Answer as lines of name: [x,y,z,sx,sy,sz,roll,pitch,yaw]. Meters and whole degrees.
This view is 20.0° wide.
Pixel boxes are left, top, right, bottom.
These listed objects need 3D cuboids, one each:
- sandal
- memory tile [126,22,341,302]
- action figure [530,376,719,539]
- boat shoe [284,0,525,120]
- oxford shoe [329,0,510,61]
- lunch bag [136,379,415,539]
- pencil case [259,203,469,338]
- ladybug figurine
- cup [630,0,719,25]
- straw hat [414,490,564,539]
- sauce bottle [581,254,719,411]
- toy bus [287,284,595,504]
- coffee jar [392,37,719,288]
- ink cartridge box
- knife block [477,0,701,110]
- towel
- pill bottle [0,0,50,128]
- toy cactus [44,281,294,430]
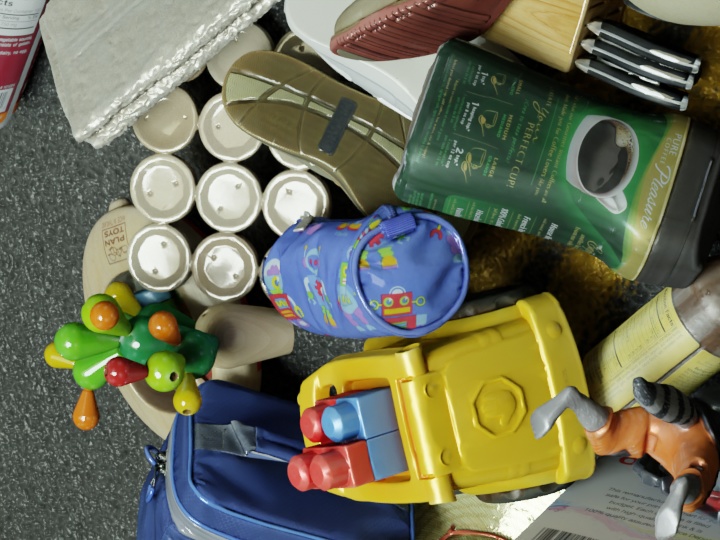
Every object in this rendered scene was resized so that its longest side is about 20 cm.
sandal: [-0.003,-0.084,1.392,0.199,0.054,0.081,31,87,5]
memory tile: [-0.090,-0.077,1.438,0.152,0.017,0.201,6,98,13]
action figure: [0.228,0.112,1.234,0.200,0.193,0.105,23,109,42]
boat shoe: [0.039,-0.129,1.346,0.199,0.069,0.072,25,86,11]
oxford shoe: [0.055,-0.188,1.249,0.200,0.070,0.075,-25,66,39]
lunch bag: [-0.064,0.165,1.445,0.199,0.136,0.133,19,126,-19]
pencil case: [0.000,0.000,1.331,0.200,0.078,0.087,-2,110,69]
ladybug figurine: [-0.134,0.036,1.521,0.135,0.072,0.201,-16,98,36]
cup: [0.204,-0.218,1.145,0.201,0.200,0.143,51,151,7]
straw hat: [0.077,0.231,1.443,0.200,0.085,0.202,12,114,29]
sauce bottle: [0.215,0.035,1.291,0.065,0.065,0.200,53,126,6]
toy bus: [0.027,0.099,1.338,0.200,0.191,0.136,-10,95,61]
coffee jar: [0.127,-0.063,1.256,0.199,0.085,0.105,19,76,3]
ink cartridge box: [0.181,0.200,1.292,0.144,0.200,0.084,11,116,30]
knife block: [0.123,-0.161,1.281,0.200,0.064,0.176,-24,92,37]
towel: [-0.137,-0.184,1.408,0.200,0.034,0.133,-35,55,23]
pill bottle: [-0.280,-0.208,1.504,0.113,0.113,0.200,38,123,16]
toy cactus: [-0.127,0.056,1.401,0.200,0.164,0.103,176,90,-73]
